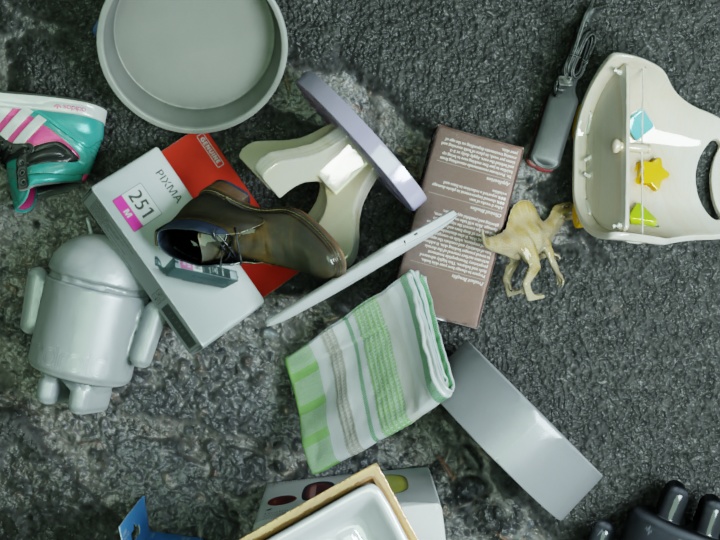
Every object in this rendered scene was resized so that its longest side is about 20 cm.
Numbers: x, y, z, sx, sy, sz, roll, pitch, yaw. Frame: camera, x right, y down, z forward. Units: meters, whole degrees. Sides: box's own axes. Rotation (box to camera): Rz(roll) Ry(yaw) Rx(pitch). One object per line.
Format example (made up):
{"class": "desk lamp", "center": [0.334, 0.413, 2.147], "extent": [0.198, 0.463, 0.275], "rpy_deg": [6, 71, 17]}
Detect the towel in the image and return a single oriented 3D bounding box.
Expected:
{"class": "towel", "center": [0.003, 0.107, 1.421], "extent": [0.199, 0.031, 0.151], "rpy_deg": [-34, 53, 30]}

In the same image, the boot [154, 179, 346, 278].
{"class": "boot", "center": [-0.111, -0.020, 1.348], "extent": [0.199, 0.097, 0.075], "rpy_deg": [23, 133, 36]}

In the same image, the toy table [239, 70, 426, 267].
{"class": "toy table", "center": [-0.034, -0.103, 1.427], "extent": [0.117, 0.184, 0.200], "rpy_deg": [-42, 49, -2]}

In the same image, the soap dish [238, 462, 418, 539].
{"class": "soap dish", "center": [-0.034, 0.294, 1.282], "extent": [0.199, 0.081, 0.158], "rpy_deg": [-29, 92, 1]}

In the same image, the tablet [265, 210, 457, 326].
{"class": "tablet", "center": [0.000, 0.000, 1.400], "extent": [0.199, 0.130, 0.014], "rpy_deg": [-32, 88, 40]}

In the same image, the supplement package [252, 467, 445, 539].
{"class": "supplement package", "center": [-0.006, 0.302, 1.423], "extent": [0.189, 0.200, 0.149], "rpy_deg": [-6, 92, -1]}

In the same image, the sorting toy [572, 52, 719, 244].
{"class": "sorting toy", "center": [0.325, -0.107, 1.461], "extent": [0.178, 0.107, 0.203], "rpy_deg": [8, 75, -17]}

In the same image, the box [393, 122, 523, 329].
{"class": "box", "center": [0.103, -0.047, 1.472], "extent": [0.099, 0.075, 0.202], "rpy_deg": [15, 91, -1]}

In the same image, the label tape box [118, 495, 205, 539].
{"class": "label tape box", "center": [-0.189, 0.343, 1.451], "extent": [0.065, 0.143, 0.202], "rpy_deg": [-16, 93, 1]}

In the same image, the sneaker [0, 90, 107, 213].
{"class": "sneaker", "center": [-0.376, -0.125, 1.464], "extent": [0.197, 0.084, 0.122], "rpy_deg": [4, 83, -2]}

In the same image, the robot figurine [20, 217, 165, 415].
{"class": "robot figurine", "center": [-0.286, 0.049, 1.453], "extent": [0.168, 0.113, 0.202], "rpy_deg": [13, 92, 14]}

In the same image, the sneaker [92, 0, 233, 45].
{"class": "sneaker", "center": [-0.186, -0.276, 1.461], "extent": [0.198, 0.070, 0.079], "rpy_deg": [-28, 88, 1]}

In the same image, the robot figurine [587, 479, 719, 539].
{"class": "robot figurine", "center": [0.327, 0.330, 1.462], "extent": [0.124, 0.150, 0.202], "rpy_deg": [18, 93, -41]}

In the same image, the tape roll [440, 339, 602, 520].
{"class": "tape roll", "center": [0.158, 0.164, 1.417], "extent": [0.200, 0.200, 0.066], "rpy_deg": [45, 91, -2]}

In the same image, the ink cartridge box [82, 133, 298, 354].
{"class": "ink cartridge box", "center": [-0.167, -0.041, 1.441], "extent": [0.173, 0.043, 0.201], "rpy_deg": [-37, 93, -32]}

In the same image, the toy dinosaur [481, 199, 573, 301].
{"class": "toy dinosaur", "center": [0.170, -0.022, 1.451], "extent": [0.058, 0.199, 0.102], "rpy_deg": [1, 103, 41]}

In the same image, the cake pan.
{"class": "cake pan", "center": [-0.175, -0.241, 1.429], "extent": [0.198, 0.037, 0.202], "rpy_deg": [-2, 122, -3]}

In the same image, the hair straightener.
{"class": "hair straightener", "center": [0.229, -0.203, 1.463], "extent": [0.041, 0.077, 0.202], "rpy_deg": [23, 92, 0]}
